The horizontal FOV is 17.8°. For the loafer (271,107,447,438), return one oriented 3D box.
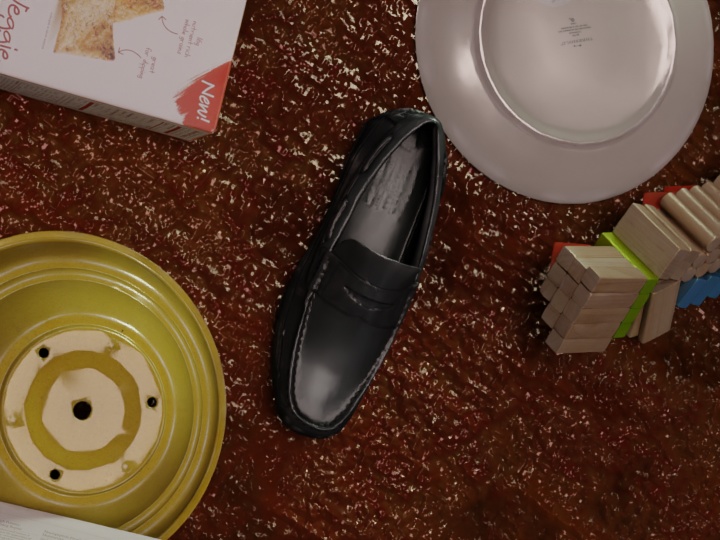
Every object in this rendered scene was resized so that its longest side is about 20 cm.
[{"bbox_3d":[0.000,0.000,1.334,0.068,0.070,0.201,21,82,-16],"label":"loafer"}]

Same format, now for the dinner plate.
[{"bbox_3d":[0.130,-0.142,1.408,0.199,0.024,0.201,1,87,-18],"label":"dinner plate"}]

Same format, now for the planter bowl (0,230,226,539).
[{"bbox_3d":[-0.161,0.077,1.272,0.200,0.083,0.201,1,88,-18],"label":"planter bowl"}]

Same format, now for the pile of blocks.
[{"bbox_3d":[0.182,-0.012,1.409,0.200,0.082,0.062,-22,52,-27],"label":"pile of blocks"}]

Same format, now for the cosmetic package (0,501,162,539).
[{"bbox_3d":[-0.189,0.168,1.217,0.199,0.083,0.051,13,128,9],"label":"cosmetic package"}]

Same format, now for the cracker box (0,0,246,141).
[{"bbox_3d":[-0.165,-0.164,1.293,0.199,0.058,0.134,15,83,-18],"label":"cracker box"}]
